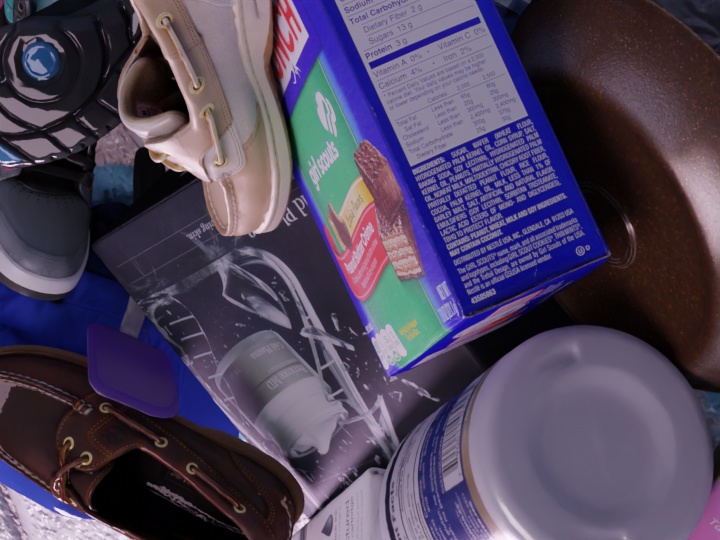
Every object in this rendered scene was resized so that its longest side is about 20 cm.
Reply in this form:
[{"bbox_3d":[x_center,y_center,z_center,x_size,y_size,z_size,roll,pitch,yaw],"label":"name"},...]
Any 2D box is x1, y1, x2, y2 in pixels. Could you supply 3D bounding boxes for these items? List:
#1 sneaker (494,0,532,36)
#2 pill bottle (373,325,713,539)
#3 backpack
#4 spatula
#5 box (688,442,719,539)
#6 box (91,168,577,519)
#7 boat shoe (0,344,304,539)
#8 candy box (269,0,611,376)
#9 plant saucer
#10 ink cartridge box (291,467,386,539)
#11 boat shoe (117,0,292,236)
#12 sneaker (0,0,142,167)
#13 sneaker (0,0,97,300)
[{"bbox_3d":[0.065,-0.102,1.166,0.199,0.081,0.115,41,138,2],"label":"sneaker"},{"bbox_3d":[0.073,0.104,1.118,0.111,0.111,0.200,44,156,0],"label":"pill bottle"},{"bbox_3d":[-0.188,0.041,1.442,0.199,0.168,0.163,24,125,26],"label":"backpack"},{"bbox_3d":[-0.120,0.003,1.345,0.056,0.201,0.021,25,133,-24],"label":"spatula"},{"bbox_3d":[0.227,0.083,1.111,0.097,0.176,0.200,39,140,7],"label":"box"},{"bbox_3d":[0.000,0.000,1.279,0.197,0.124,0.200,50,140,-10],"label":"box"},{"bbox_3d":[-0.128,0.102,1.299,0.199,0.070,0.071,21,120,10],"label":"boat shoe"},{"bbox_3d":[0.016,-0.068,1.075,0.201,0.077,0.169,66,166,6],"label":"candy box"},{"bbox_3d":[0.117,-0.027,1.062,0.200,0.037,0.201,43,151,31],"label":"plant saucer"},{"bbox_3d":[0.012,0.203,1.301,0.083,0.146,0.200,6,159,-16],"label":"ink cartridge box"},{"bbox_3d":[-0.076,-0.083,1.091,0.074,0.069,0.201,57,163,37],"label":"boat shoe"},{"bbox_3d":[-0.123,-0.114,1.250,0.199,0.082,0.074,-26,98,11],"label":"sneaker"},{"bbox_3d":[-0.161,-0.092,1.315,0.083,0.201,0.121,11,137,-28],"label":"sneaker"}]
